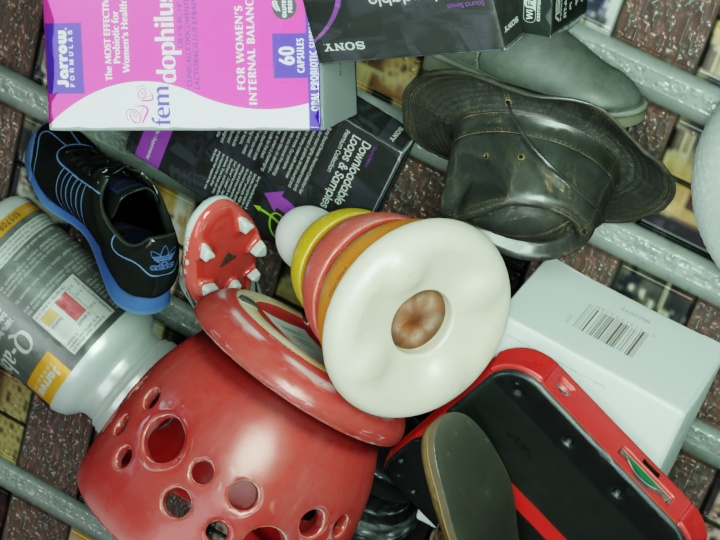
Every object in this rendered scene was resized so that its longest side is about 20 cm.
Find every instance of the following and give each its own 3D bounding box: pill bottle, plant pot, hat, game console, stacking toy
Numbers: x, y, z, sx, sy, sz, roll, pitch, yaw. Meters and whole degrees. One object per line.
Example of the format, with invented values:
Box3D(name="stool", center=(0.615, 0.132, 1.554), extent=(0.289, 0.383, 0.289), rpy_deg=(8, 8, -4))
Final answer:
Box3D(name="pill bottle", center=(-0.021, 0.197, 1.720), extent=(0.112, 0.112, 0.200), rpy_deg=(39, 127, 5))
Box3D(name="plant pot", center=(-0.076, 0.128, 1.572), extent=(0.200, 0.200, 0.183), rpy_deg=(36, 98, 7))
Box3D(name="pill bottle", center=(-0.241, 0.043, 1.758), extent=(0.200, 0.116, 0.116), rpy_deg=(41, 127, 4))
Box3D(name="hat", center=(0.110, -0.055, 1.488), extent=(0.200, 0.081, 0.201), rpy_deg=(20, 162, 7))
Box3D(name="game console", center=(0.131, 0.164, 1.544), extent=(0.200, 0.031, 0.177), rpy_deg=(46, 132, 1))
Box3D(name="stacking toy", center=(0.000, 0.000, 1.530), extent=(0.200, 0.146, 0.147), rpy_deg=(40, 137, 51))

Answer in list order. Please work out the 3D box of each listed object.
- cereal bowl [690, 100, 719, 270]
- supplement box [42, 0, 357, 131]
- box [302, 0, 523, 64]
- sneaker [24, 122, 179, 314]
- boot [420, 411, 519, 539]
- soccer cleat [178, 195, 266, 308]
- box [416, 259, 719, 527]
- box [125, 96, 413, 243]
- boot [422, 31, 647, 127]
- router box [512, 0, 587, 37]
Box3D(name="cereal bowl", center=(0.310, -0.043, 1.436), extent=(0.199, 0.083, 0.201), rpy_deg=(12, 119, 22))
Box3D(name="supplement box", center=(-0.111, -0.152, 1.514), extent=(0.199, 0.103, 0.102), rpy_deg=(0, 101, 15))
Box3D(name="box", center=(0.015, -0.231, 1.372), extent=(0.142, 0.036, 0.201), rpy_deg=(-1, 117, 32))
Box3D(name="sneaker", center=(-0.195, -0.060, 1.673), extent=(0.200, 0.070, 0.078), rpy_deg=(51, 141, 31))
Box3D(name="boot", center=(0.072, 0.189, 1.537), extent=(0.075, 0.074, 0.201), rpy_deg=(3, 121, 43))
Box3D(name="soccer cleat", center=(-0.110, -0.001, 1.654), extent=(0.085, 0.069, 0.200), rpy_deg=(43, 164, 29))
Box3D(name="box", center=(0.152, 0.120, 1.590), extent=(0.152, 0.106, 0.201), rpy_deg=(29, 125, 12))
Box3D(name="box", center=(-0.069, -0.096, 1.620), extent=(0.200, 0.036, 0.143), rpy_deg=(33, 132, 7))
Box3D(name="boot", center=(0.126, -0.209, 1.467), extent=(0.181, 0.073, 0.201), rpy_deg=(19, 116, 16))
Box3D(name="router box", center=(0.072, -0.261, 1.395), extent=(0.149, 0.062, 0.201), rpy_deg=(13, 117, 26))
